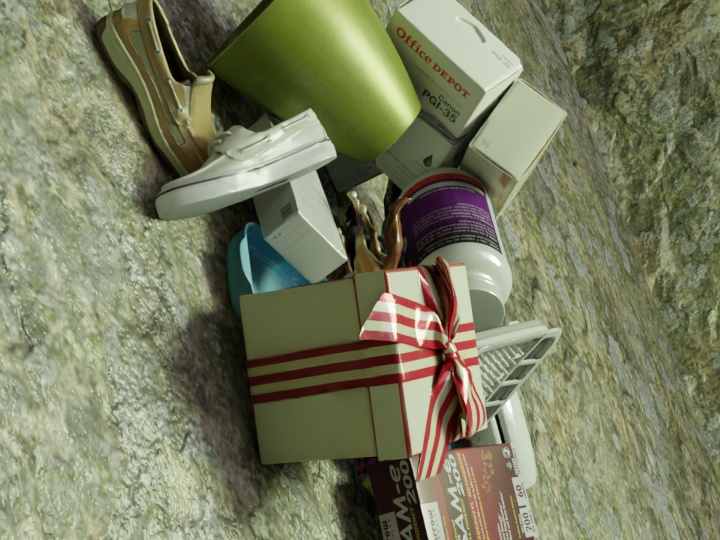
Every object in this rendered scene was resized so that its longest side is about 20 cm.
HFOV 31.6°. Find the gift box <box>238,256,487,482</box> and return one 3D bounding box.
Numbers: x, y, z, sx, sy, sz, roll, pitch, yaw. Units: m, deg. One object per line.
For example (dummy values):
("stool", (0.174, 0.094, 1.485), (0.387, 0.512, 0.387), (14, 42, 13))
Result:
("gift box", (0.009, 0.092, 1.161), (0.200, 0.186, 0.186), (-15, 95, -61))

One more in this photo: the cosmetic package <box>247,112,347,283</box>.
("cosmetic package", (-0.074, -0.077, 1.321), (0.083, 0.051, 0.200), (42, 16, -34))

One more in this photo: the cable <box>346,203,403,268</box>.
("cable", (0.025, 0.023, 1.478), (0.201, 0.051, 0.163), (65, -6, -20))

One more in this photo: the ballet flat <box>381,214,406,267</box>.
("ballet flat", (0.082, 0.016, 1.547), (0.072, 0.071, 0.201), (-83, 160, -53))

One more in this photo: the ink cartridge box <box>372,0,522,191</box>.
("ink cartridge box", (0.075, -0.202, 1.473), (0.146, 0.200, 0.083), (44, 49, 11))

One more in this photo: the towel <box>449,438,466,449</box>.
("towel", (0.106, 0.235, 1.431), (0.146, 0.022, 0.201), (14, 57, -66))

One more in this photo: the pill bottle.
("pill bottle", (0.104, -0.016, 1.409), (0.113, 0.112, 0.201), (50, 20, -36))

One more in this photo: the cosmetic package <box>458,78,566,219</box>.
("cosmetic package", (0.170, -0.136, 1.496), (0.071, 0.105, 0.200), (36, -9, 5))

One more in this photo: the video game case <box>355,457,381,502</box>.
("video game case", (0.054, 0.201, 1.418), (0.182, 0.036, 0.201), (53, 24, -34))

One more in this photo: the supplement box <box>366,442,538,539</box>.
("supplement box", (0.098, 0.242, 1.318), (0.199, 0.061, 0.110), (3, 69, -51))

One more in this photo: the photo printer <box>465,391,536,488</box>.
("photo printer", (0.156, 0.179, 1.536), (0.200, 0.069, 0.168), (-131, -154, -88))

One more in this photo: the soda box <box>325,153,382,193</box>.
("soda box", (-0.035, -0.204, 1.599), (0.201, 0.063, 0.068), (66, 21, -3))

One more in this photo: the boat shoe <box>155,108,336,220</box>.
("boat shoe", (-0.113, -0.105, 1.201), (0.199, 0.072, 0.066), (-24, 88, -29))

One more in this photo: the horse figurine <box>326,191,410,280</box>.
("horse figurine", (0.000, 0.000, 1.358), (0.050, 0.200, 0.133), (-8, 67, -30))

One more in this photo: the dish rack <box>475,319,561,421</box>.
("dish rack", (0.112, 0.116, 1.333), (0.044, 0.172, 0.199), (48, 29, 22))

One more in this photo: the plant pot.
("plant pot", (-0.034, -0.218, 1.383), (0.200, 0.187, 0.187), (44, 26, -13))

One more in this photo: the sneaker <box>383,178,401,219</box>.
("sneaker", (0.053, -0.048, 1.584), (0.089, 0.076, 0.202), (-28, 115, -65))

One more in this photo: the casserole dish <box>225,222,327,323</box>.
("casserole dish", (-0.077, 0.033, 1.282), (0.200, 0.039, 0.122), (38, 35, -50))

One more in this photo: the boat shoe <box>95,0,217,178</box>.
("boat shoe", (-0.171, -0.165, 1.212), (0.201, 0.076, 0.072), (59, 20, -20))
